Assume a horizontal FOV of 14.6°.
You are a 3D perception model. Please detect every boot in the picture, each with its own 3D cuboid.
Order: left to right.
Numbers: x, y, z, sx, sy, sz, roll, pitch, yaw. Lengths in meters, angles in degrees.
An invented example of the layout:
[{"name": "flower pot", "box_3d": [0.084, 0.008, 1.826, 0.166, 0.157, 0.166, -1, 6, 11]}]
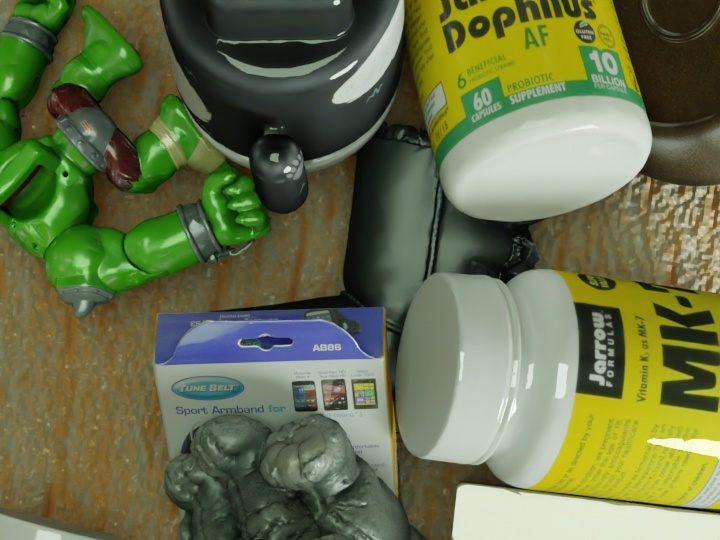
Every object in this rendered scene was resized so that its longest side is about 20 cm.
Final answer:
[{"name": "boot", "box_3d": [-0.001, 0.000, 1.514, 0.197, 0.073, 0.164, 12, 89, -3]}]

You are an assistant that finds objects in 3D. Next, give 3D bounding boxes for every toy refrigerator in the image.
[{"name": "toy refrigerator", "box_3d": [0.147, 0.158, 1.493, 0.199, 0.076, 0.070, 6, 87, 3]}]

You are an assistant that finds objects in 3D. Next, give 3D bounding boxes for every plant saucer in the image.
[{"name": "plant saucer", "box_3d": [0.177, -0.146, 1.477, 0.199, 0.032, 0.202, -7, 79, 39]}]

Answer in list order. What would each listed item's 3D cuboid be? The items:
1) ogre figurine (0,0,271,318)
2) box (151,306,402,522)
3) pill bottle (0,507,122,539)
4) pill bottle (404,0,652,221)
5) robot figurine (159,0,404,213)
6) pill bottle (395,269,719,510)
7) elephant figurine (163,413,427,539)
[{"name": "ogre figurine", "box_3d": [-0.151, -0.063, 1.515, 0.120, 0.098, 0.200, -40, 88, -5]}, {"name": "box", "box_3d": [-0.041, 0.083, 1.459, 0.118, 0.201, 0.042, -1, 45, 3]}, {"name": "pill bottle", "box_3d": [-0.187, 0.232, 1.490, 0.110, 0.111, 0.201, 14, 87, 4]}, {"name": "pill bottle", "box_3d": [0.075, -0.137, 1.466, 0.112, 0.113, 0.201, -14, 67, 2]}, {"name": "robot figurine", "box_3d": [-0.041, -0.125, 1.417, 0.125, 0.200, 0.150, 37, 77, 11]}, {"name": "pill bottle", "box_3d": [0.126, 0.061, 1.450, 0.199, 0.114, 0.115, 7, 86, -19]}, {"name": "elephant figurine", "box_3d": [-0.043, 0.183, 1.388, 0.154, 0.142, 0.201, -3, 50, 5]}]
